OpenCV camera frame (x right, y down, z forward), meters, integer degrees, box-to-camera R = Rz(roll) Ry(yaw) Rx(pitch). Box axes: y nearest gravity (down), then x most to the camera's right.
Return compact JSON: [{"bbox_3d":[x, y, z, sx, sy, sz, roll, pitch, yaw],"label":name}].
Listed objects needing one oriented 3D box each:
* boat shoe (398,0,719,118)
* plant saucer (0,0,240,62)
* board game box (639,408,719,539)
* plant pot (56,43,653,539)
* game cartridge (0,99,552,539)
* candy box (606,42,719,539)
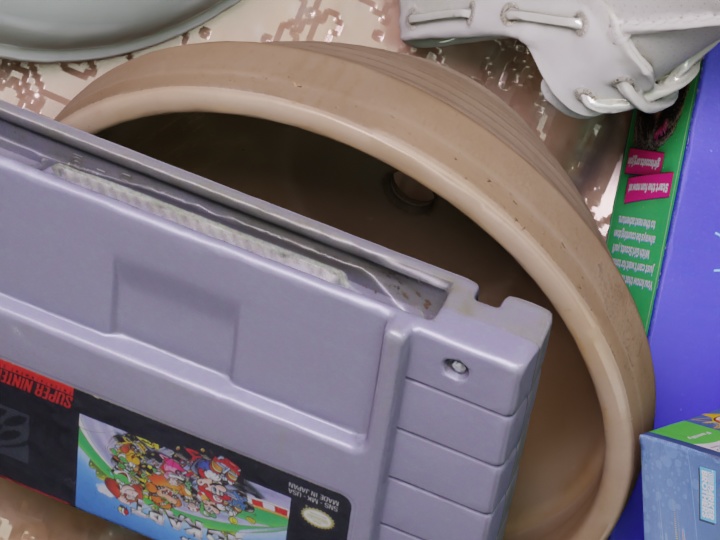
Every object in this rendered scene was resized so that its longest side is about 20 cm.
[{"bbox_3d":[0.079,-0.079,0.827,0.071,0.200,0.070,-1,101,-41],"label":"boat shoe"},{"bbox_3d":[-0.077,-0.148,0.824,0.200,0.050,0.201,-11,121,-20],"label":"plant saucer"},{"bbox_3d":[0.142,0.130,0.811,0.135,0.034,0.201,-15,109,-37],"label":"board game box"},{"bbox_3d":[0.000,0.000,0.832,0.201,0.201,0.093,37,49,-7],"label":"plant pot"},{"bbox_3d":[-0.050,0.028,0.786,0.200,0.038,0.130,21,133,12],"label":"game cartridge"},{"bbox_3d":[0.166,0.007,0.891,0.169,0.077,0.201,12,89,-9],"label":"candy box"}]
